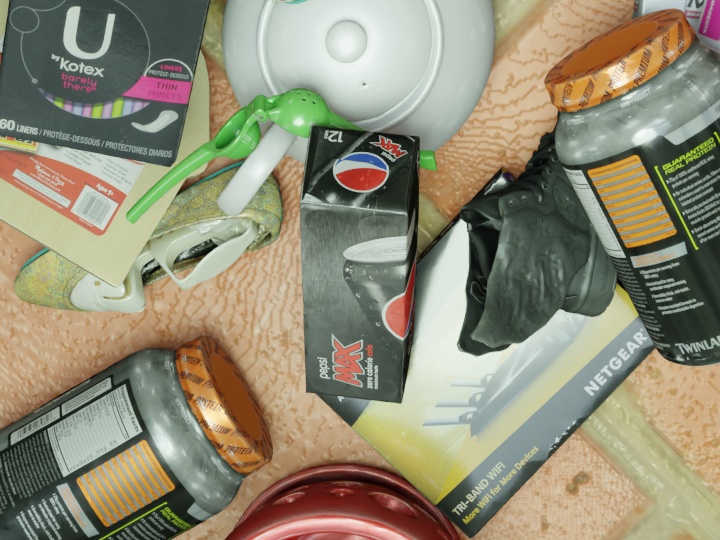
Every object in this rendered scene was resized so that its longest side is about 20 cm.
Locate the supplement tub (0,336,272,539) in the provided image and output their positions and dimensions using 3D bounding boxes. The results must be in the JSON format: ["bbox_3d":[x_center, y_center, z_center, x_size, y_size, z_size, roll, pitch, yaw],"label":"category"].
[{"bbox_3d":[-0.168,0.134,1.454,0.199,0.123,0.123,-29,96,9],"label":"supplement tub"}]

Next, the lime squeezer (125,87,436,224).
[{"bbox_3d":[-0.057,-0.079,1.327,0.198,0.038,0.071,-11,142,4],"label":"lime squeezer"}]

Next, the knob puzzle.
[{"bbox_3d":[-0.189,-0.118,1.433,0.218,0.030,0.222,1,84,-10],"label":"knob puzzle"}]

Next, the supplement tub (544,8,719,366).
[{"bbox_3d":[0.200,-0.052,1.329,0.122,0.123,0.201,-26,105,8],"label":"supplement tub"}]

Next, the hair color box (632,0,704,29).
[{"bbox_3d":[0.223,-0.097,1.422,0.098,0.061,0.202,6,101,3],"label":"hair color box"}]

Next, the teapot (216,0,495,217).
[{"bbox_3d":[-0.007,-0.147,1.390,0.196,0.146,0.202,-6,100,6],"label":"teapot"}]

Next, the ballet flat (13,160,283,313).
[{"bbox_3d":[-0.143,-0.008,1.459,0.199,0.071,0.071,-24,97,5],"label":"ballet flat"}]

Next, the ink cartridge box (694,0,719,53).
[{"bbox_3d":[0.316,-0.185,1.361,0.199,0.042,0.120,5,108,-27],"label":"ink cartridge box"}]

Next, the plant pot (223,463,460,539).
[{"bbox_3d":[-0.011,0.235,1.434,0.199,0.183,0.202,1,99,5],"label":"plant pot"}]

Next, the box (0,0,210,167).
[{"bbox_3d":[-0.153,-0.182,1.323,0.121,0.106,0.201,9,126,-9],"label":"box"}]

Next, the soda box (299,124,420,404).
[{"bbox_3d":[0.000,0.000,1.344,0.070,0.064,0.201,6,143,5],"label":"soda box"}]

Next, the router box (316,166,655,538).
[{"bbox_3d":[0.087,0.056,1.462,0.157,0.052,0.200,42,100,-2],"label":"router box"}]

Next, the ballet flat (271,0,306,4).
[{"bbox_3d":[-0.061,-0.252,1.361,0.075,0.201,0.064,-24,136,17],"label":"ballet flat"}]

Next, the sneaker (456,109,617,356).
[{"bbox_3d":[0.113,-0.041,1.385,0.103,0.060,0.201,8,74,-21],"label":"sneaker"}]
